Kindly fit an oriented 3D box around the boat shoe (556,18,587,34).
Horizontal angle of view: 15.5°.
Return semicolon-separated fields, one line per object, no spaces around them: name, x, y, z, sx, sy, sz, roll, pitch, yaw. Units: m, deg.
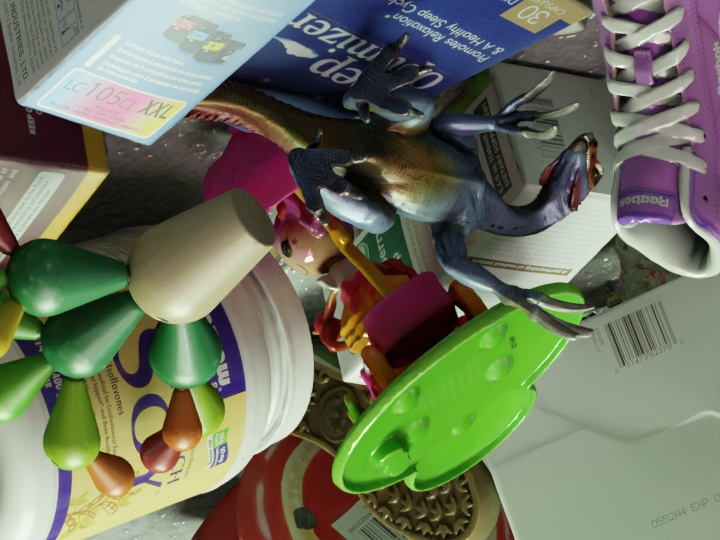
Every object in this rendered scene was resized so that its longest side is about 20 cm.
boat shoe;0.037;-0.165;1.173;0.092;0.075;0.200;-8;150;17

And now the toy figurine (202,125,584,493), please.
toy figurine;0.000;0.000;1.319;0.150;0.184;0.200;-36;161;-5

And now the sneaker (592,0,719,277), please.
sneaker;0.138;-0.083;1.195;0.072;0.114;0.201;-4;132;33

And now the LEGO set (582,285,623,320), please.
LEGO set;0.192;0.056;1.593;0.199;0.116;0.154;-24;174;11

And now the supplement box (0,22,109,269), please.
supplement box;-0.231;-0.061;1.208;0.199;0.086;0.110;6;146;-31

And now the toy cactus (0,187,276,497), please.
toy cactus;-0.108;0.015;1.188;0.165;0.102;0.200;-34;129;22

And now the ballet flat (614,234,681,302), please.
ballet flat;0.174;-0.043;1.443;0.064;0.076;0.200;24;139;-1

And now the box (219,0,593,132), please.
box;-0.012;-0.102;1.160;0.200;0.033;0.121;-24;151;35

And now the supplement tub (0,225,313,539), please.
supplement tub;-0.137;0.059;1.348;0.200;0.146;0.145;-19;160;-41

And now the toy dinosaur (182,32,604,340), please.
toy dinosaur;0.033;-0.055;1.194;0.105;0.199;0.181;-65;159;1

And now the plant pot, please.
plant pot;-0.012;0.195;1.636;0.200;0.201;0.183;0;139;-22

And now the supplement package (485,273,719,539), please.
supplement package;0.180;0.099;1.441;0.199;0.156;0.111;-24;156;11

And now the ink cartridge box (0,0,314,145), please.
ink cartridge box;-0.063;-0.163;1.052;0.076;0.137;0.200;12;142;-40

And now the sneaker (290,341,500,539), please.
sneaker;0.021;0.093;1.502;0.090;0.200;0.067;6;110;-51

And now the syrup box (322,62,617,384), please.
syrup box;0.059;-0.019;1.407;0.081;0.079;0.200;7;145;-30
